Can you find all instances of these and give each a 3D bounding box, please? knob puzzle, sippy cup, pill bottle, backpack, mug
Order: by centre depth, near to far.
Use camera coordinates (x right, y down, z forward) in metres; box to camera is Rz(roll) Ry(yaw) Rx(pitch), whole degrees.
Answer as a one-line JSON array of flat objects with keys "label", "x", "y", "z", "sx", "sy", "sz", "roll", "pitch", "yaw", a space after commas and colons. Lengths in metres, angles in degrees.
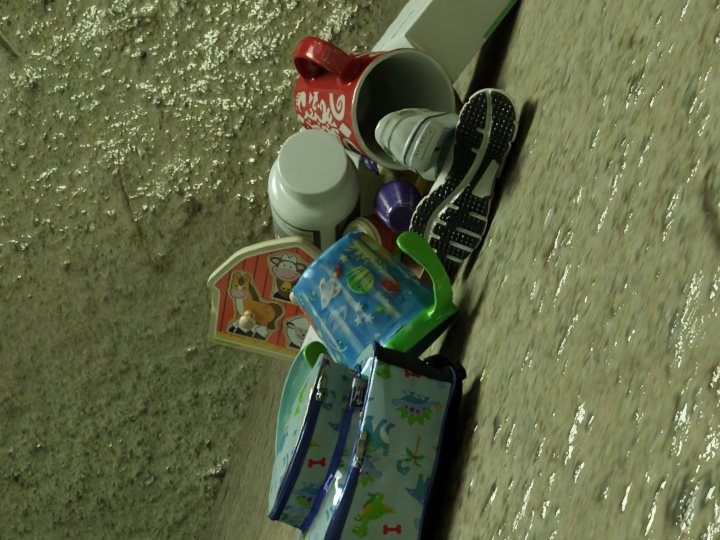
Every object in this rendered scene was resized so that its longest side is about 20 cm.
[{"label": "backpack", "x": -0.004, "y": 0.181, "z": 1.202, "sx": 0.183, "sy": 0.145, "sz": 0.202, "roll": 115, "pitch": 168, "yaw": -63}, {"label": "sippy cup", "x": 0.007, "y": 0.037, "z": 1.346, "sx": 0.178, "sy": 0.131, "sz": 0.140, "roll": -42, "pitch": -9, "yaw": 5}, {"label": "mug", "x": 0.000, "y": -0.216, "z": 1.602, "sx": 0.133, "sy": 0.179, "sz": 0.200, "roll": -32, "pitch": 22, "yaw": -16}, {"label": "pill bottle", "x": -0.054, "y": -0.086, "z": 1.630, "sx": 0.200, "sy": 0.109, "sz": 0.112, "roll": 91, "pitch": -166, "yaw": -69}, {"label": "knob puzzle", "x": -0.090, "y": 0.041, "z": 1.638, "sx": 0.031, "sy": 0.217, "sz": 0.221, "roll": -76, "pitch": 8, "yaw": -47}]

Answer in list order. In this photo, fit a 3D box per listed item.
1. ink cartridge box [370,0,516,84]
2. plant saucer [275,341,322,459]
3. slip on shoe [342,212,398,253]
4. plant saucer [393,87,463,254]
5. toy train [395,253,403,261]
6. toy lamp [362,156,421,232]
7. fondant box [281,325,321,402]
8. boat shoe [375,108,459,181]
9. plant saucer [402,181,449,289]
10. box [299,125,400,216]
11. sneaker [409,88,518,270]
[{"label": "ink cartridge box", "x": 0.092, "y": -0.291, "z": 1.662, "sx": 0.146, "sy": 0.087, "sz": 0.200, "roll": -53, "pitch": 12, "yaw": -12}, {"label": "plant saucer", "x": -0.048, "y": 0.180, "z": 1.508, "sx": 0.200, "sy": 0.027, "sz": 0.203, "roll": -172, "pitch": 90, "yaw": -67}, {"label": "slip on shoe", "x": 0.000, "y": 0.000, "z": 1.660, "sx": 0.061, "sy": 0.074, "sz": 0.201, "roll": -29, "pitch": -23, "yaw": -33}, {"label": "plant saucer", "x": 0.088, "y": -0.132, "z": 1.701, "sx": 0.200, "sy": 0.048, "sz": 0.202, "roll": -88, "pitch": 18, "yaw": -70}, {"label": "toy train", "x": 0.036, "y": -0.059, "z": 1.901, "sx": 0.201, "sy": 0.056, "sz": 0.042, "roll": -86, "pitch": 0, "yaw": -63}, {"label": "toy lamp", "x": 0.038, "y": -0.100, "z": 1.602, "sx": 0.201, "sy": 0.058, "sz": 0.059, "roll": -99, "pitch": 27, "yaw": -63}, {"label": "fondant box", "x": -0.030, "y": 0.169, "z": 1.576, "sx": 0.201, "sy": 0.058, "sz": 0.145, "roll": -109, "pitch": 34, "yaw": -49}, {"label": "boat shoe", "x": 0.060, "y": -0.139, "z": 1.389, "sx": 0.074, "sy": 0.066, "sz": 0.200, "roll": -62, "pitch": -8, "yaw": 4}, {"label": "plant saucer", "x": 0.092, "y": -0.056, "z": 1.520, "sx": 0.200, "sy": 0.036, "sz": 0.203, "roll": -161, "pitch": 90, "yaw": -83}, {"label": "box", "x": 0.009, "y": -0.162, "z": 1.807, "sx": 0.200, "sy": 0.097, "sz": 0.125, "roll": -42, "pitch": -29, "yaw": -41}, {"label": "sneaker", "x": 0.111, "y": -0.090, "z": 1.376, "sx": 0.202, "sy": 0.073, "sz": 0.080, "roll": -65, "pitch": -6, "yaw": 20}]
